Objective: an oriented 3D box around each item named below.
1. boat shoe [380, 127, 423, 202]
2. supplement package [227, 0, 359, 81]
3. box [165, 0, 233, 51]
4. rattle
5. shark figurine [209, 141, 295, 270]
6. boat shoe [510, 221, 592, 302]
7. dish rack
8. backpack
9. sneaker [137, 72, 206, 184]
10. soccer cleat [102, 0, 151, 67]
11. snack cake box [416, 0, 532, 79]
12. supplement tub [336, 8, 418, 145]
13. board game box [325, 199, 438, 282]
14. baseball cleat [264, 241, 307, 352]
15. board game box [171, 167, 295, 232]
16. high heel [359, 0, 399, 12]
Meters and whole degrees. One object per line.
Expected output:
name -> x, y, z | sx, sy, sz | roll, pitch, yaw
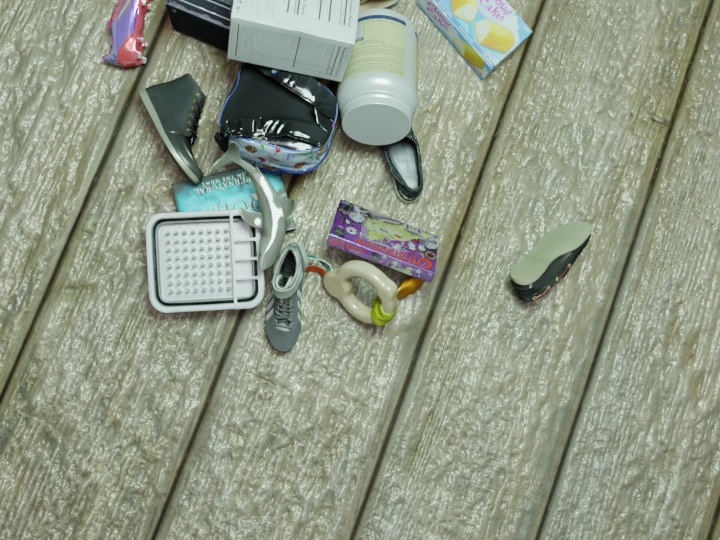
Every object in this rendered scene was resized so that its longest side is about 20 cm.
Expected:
boat shoe -> 0.074, -0.229, 1.352 | 0.074, 0.066, 0.202 | -9, 86, -6
supplement package -> -0.110, -0.403, 1.195 | 0.197, 0.114, 0.111 | 9, 70, -11
box -> -0.218, -0.505, 1.311 | 0.198, 0.123, 0.201 | 21, 82, -6
rattle -> 0.000, 0.000, 1.328 | 0.198, 0.131, 0.143 | 24, 62, 26
shark figurine -> -0.155, -0.125, 1.238 | 0.128, 0.089, 0.217 | -35, 108, -46
boat shoe -> 0.362, -0.020, 1.375 | 0.201, 0.073, 0.063 | -39, 129, -19
dish rack -> -0.270, -0.017, 1.277 | 0.197, 0.044, 0.174 | -3, 92, -9
backpack -> -0.138, -0.256, 1.274 | 0.188, 0.154, 0.202 | 15, 69, 3
sneaker -> -0.306, -0.258, 1.295 | 0.105, 0.075, 0.201 | -29, 81, -9
soccer cleat -> -0.419, -0.467, 1.315 | 0.075, 0.067, 0.203 | 4, 87, -2
snack cake box -> 0.216, -0.483, 1.392 | 0.115, 0.067, 0.200 | -42, 91, -8
supplement tub -> 0.031, -0.341, 1.294 | 0.143, 0.145, 0.202 | 5, 66, -6
board game box -> 0.043, -0.055, 1.315 | 0.198, 0.032, 0.121 | 20, 41, -5
baseball cleat -> -0.136, 0.053, 1.261 | 0.069, 0.106, 0.203 | 6, 101, 5
board game box -> -0.229, -0.113, 1.323 | 0.198, 0.028, 0.137 | -16, 87, -8
high heel -> -0.010, -0.468, 1.357 | 0.141, 0.071, 0.202 | 16, 74, 1
